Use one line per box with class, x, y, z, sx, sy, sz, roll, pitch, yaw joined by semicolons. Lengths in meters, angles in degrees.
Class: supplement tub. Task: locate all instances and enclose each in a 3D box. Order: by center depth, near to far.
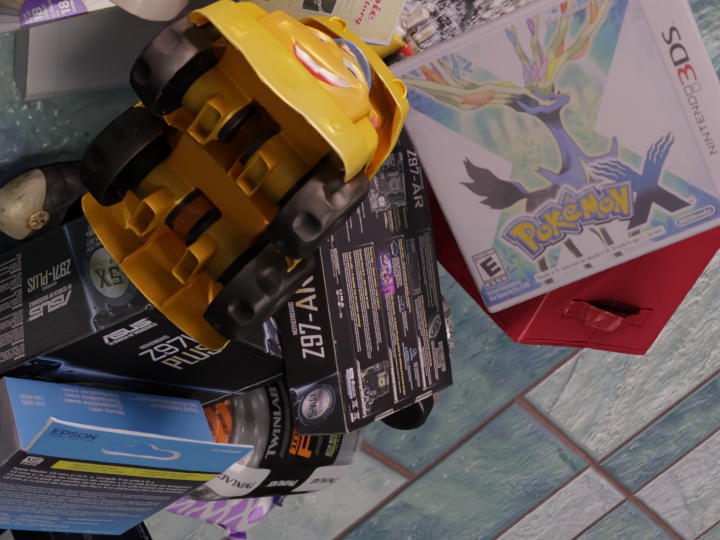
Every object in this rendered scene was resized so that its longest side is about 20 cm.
supplement tub;-0.093;0.120;1.089;0.123;0.123;0.200;-47;155;19

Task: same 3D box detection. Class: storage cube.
storage cube;0.162;-0.064;1.041;0.170;0.200;0.180;8;122;-43

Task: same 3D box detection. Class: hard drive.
hard drive;-0.108;-0.173;0.831;0.199;0.026;0.132;-12;140;-27

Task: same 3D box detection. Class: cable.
cable;-0.032;-0.125;0.956;0.199;0.051;0.097;-23;174;7

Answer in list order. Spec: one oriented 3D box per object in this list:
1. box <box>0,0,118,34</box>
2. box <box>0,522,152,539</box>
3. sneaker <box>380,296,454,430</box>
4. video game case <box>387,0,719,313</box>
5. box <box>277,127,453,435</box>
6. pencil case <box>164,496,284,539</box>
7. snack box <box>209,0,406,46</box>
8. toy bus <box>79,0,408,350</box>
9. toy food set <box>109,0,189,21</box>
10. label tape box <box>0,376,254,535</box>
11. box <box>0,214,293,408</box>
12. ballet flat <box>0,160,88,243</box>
box;-0.146;-0.190;0.693;0.198;0.048;0.118;-14;115;-6
box;-0.234;0.268;1.110;0.104;0.200;0.182;-39;145;6
sneaker;0.018;0.025;1.145;0.067;0.108;0.202;-11;119;29
video game case;0.139;-0.088;0.898;0.199;0.183;0.022;-22;-167;17
box;0.000;0.000;0.960;0.043;0.202;0.160;-5;-174;31
pencil case;-0.156;0.174;1.160;0.200;0.084;0.086;27;77;-49
snack box;-0.002;-0.231;0.774;0.116;0.037;0.201;3;121;-37
toy bus;-0.039;-0.077;0.779;0.192;0.136;0.200;-38;173;-40
toy food set;-0.132;-0.227;0.632;0.199;0.061;0.144;32;114;-17
label tape box;-0.182;0.117;0.907;0.142;0.067;0.200;11;148;-34
box;-0.165;0.040;0.929;0.199;0.087;0.164;-22;152;26
ballet flat;-0.159;-0.032;0.932;0.199;0.057;0.067;8;128;-44
